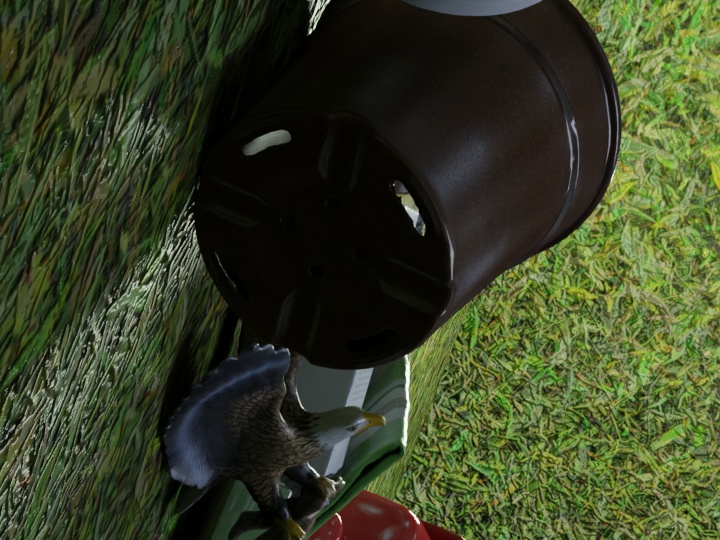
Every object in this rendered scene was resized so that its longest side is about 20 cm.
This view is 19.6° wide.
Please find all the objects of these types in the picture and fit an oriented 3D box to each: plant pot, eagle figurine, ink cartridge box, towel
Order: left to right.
[{"bbox_3d":[-0.108,0.215,1.558,0.200,0.048,0.146,174,-60,-80],"label":"ink cartridge box"},{"bbox_3d":[-0.059,0.089,1.339,0.152,0.151,0.200,45,-23,55],"label":"eagle figurine"},{"bbox_3d":[-0.021,0.131,1.632,0.149,0.031,0.200,-44,-165,16],"label":"towel"},{"bbox_3d":[0.020,-0.055,1.151,0.198,0.200,0.200,-47,159,-54],"label":"plant pot"}]

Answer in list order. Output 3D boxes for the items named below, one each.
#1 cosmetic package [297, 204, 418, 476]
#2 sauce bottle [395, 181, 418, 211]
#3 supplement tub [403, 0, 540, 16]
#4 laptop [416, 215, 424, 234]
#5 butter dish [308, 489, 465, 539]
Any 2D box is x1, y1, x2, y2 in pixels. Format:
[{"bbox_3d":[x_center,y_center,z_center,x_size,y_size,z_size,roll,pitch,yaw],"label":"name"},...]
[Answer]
[{"bbox_3d":[-0.022,0.041,1.503,0.101,0.071,0.200,15,92,-83],"label":"cosmetic package"},{"bbox_3d":[0.000,0.000,1.607,0.065,0.065,0.200,-53,158,-67],"label":"sauce bottle"},{"bbox_3d":[0.065,-0.245,1.050,0.200,0.144,0.144,105,10,-47],"label":"supplement tub"},{"bbox_3d":[-0.014,-0.003,1.765,0.200,0.103,0.177,-28,146,-39],"label":"laptop"},{"bbox_3d":[-0.031,0.241,1.679,0.148,0.200,0.200,85,25,-51],"label":"butter dish"}]
